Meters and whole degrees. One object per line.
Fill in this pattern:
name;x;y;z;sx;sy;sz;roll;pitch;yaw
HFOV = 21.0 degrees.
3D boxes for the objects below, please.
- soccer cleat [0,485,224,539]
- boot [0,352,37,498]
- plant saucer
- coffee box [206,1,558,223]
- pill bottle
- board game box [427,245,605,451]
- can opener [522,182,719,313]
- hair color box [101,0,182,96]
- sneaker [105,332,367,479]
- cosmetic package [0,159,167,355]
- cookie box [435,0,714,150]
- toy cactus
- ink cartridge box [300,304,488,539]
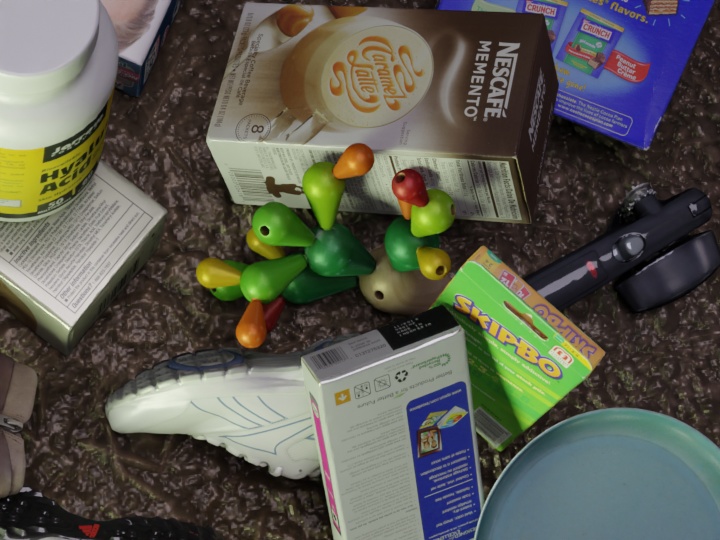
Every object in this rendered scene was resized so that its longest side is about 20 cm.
soccer cleat;-0.180;0.180;1.174;0.199;0.068;0.074;10;109;2
boot;-0.271;0.055;1.190;0.146;0.070;0.201;13;51;-23
plant saucer;0.161;0.187;1.229;0.199;0.027;0.201;1;87;-14
coffee box;0.017;-0.102;1.232;0.199;0.080;0.115;4;60;15
pill bottle;-0.195;-0.109;1.103;0.111;0.200;0.112;3;72;-10
board game box;0.082;0.049;1.182;0.095;0.200;0.030;41;71;3
can opener;0.149;0.003;1.280;0.199;0.063;0.079;-24;80;-16
hair color box;-0.153;-0.229;1.295;0.100;0.061;0.201;22;72;-3
sneaker;-0.060;0.091;1.214;0.199;0.075;0.088;-4;101;0
cosmetic package;-0.231;-0.050;1.223;0.200;0.071;0.105;39;71;2
cookie box;0.153;-0.207;1.281;0.171;0.075;0.201;21;111;-3
toy cactus;0.000;0.000;1.217;0.165;0.200;0.103;24;48;-42
ink cartridge box;0.025;0.122;1.187;0.094;0.201;0.037;-20;35;-15
